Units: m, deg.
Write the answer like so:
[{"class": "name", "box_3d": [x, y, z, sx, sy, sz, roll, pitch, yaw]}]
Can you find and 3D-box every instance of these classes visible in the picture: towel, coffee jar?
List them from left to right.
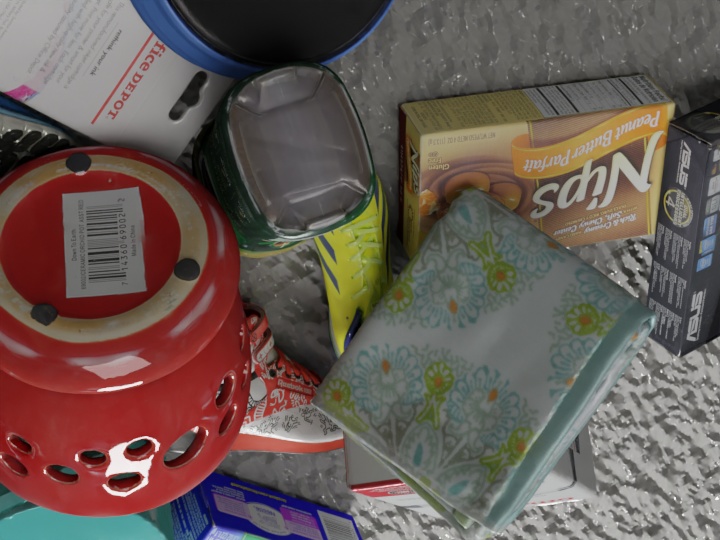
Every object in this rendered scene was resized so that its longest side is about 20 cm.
[{"class": "coffee jar", "box_3d": [-0.055, -0.066, 0.955, 0.085, 0.200, 0.105, -19, 91, -13]}, {"class": "towel", "box_3d": [0.081, 0.064, 1.024, 0.200, 0.171, 0.048, -53, 155, 1]}]

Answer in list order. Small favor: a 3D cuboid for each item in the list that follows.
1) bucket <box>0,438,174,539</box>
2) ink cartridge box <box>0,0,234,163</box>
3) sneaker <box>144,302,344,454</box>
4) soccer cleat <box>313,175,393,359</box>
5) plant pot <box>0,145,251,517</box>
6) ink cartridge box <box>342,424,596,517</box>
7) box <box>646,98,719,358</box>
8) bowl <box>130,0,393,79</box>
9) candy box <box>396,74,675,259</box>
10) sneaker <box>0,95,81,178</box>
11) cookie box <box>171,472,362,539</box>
[{"class": "bucket", "box_3d": [-0.235, 0.196, 1.115, 0.206, 0.135, 0.208, -10, 125, -14]}, {"class": "ink cartridge box", "box_3d": [-0.179, -0.160, 0.933, 0.200, 0.068, 0.115, 28, 109, -32]}, {"class": "sneaker", "box_3d": [-0.068, 0.080, 1.137, 0.201, 0.067, 0.108, 1, 110, -31]}, {"class": "soccer cleat", "box_3d": [0.001, 0.000, 1.096, 0.064, 0.084, 0.201, -15, 126, -9]}, {"class": "plant pot", "box_3d": [-0.171, 0.033, 0.958, 0.200, 0.201, 0.183, -13, 147, -11]}, {"class": "ink cartridge box", "box_3d": [0.088, 0.134, 1.140, 0.144, 0.084, 0.200, -10, 161, 19]}, {"class": "box", "box_3d": [0.301, -0.048, 1.164, 0.161, 0.049, 0.201, -22, 130, -28]}, {"class": "bowl", "box_3d": [-0.054, -0.216, 0.910, 0.200, 0.039, 0.201, -8, 105, -29]}, {"class": "candy box", "box_3d": [0.129, -0.075, 1.109, 0.199, 0.055, 0.116, -9, 126, -14]}, {"class": "sneaker", "box_3d": [-0.253, -0.107, 0.937, 0.078, 0.090, 0.200, -33, 149, 18]}, {"class": "cookie box", "box_3d": [-0.114, 0.282, 1.254, 0.171, 0.075, 0.200, 23, 114, -31]}]
